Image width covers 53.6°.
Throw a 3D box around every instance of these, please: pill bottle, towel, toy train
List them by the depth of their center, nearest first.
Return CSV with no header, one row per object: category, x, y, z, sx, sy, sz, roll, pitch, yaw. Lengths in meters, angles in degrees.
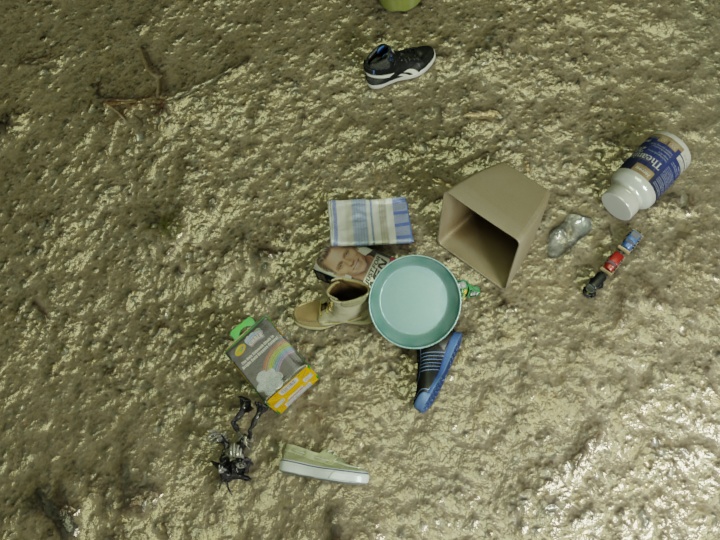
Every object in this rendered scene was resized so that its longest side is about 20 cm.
toy train,0.561,-0.020,1.582,0.034,0.046,0.200,38,78,21
pill bottle,0.641,-0.211,1.614,0.200,0.111,0.111,-44,68,-11
towel,0.021,-0.117,1.685,0.197,0.024,0.148,-2,50,-3

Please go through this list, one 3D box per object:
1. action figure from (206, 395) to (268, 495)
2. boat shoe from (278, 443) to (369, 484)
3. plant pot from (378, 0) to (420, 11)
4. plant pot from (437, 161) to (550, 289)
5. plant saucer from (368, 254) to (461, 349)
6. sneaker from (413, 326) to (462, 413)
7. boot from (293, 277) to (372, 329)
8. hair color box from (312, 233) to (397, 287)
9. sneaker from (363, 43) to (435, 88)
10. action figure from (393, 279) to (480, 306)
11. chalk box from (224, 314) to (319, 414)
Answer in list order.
action figure,-0.270,0.370,1.516,0.118,0.102,0.202,12,76,32
boat shoe,-0.076,0.405,1.491,0.197,0.072,0.063,6,70,14
plant pot,0.098,-0.808,1.914,0.198,0.185,0.203,-3,67,7
plant pot,0.308,-0.119,1.595,0.199,0.201,0.177,36,65,21
plant saucer,0.115,0.065,1.526,0.197,0.036,0.203,0,97,-1
sneaker,0.149,0.208,1.544,0.077,0.070,0.201,21,65,20
boot,-0.066,0.073,1.583,0.197,0.155,0.073,-3,66,7
hair color box,0.000,0.000,1.656,0.198,0.061,0.101,21,71,17
sneaker,0.103,-0.548,1.843,0.198,0.112,0.074,-26,66,-2
action figure,0.172,0.059,1.588,0.197,0.119,0.055,-12,51,-7
chalk box,-0.207,0.193,1.575,0.124,0.124,0.200,-40,66,-8
